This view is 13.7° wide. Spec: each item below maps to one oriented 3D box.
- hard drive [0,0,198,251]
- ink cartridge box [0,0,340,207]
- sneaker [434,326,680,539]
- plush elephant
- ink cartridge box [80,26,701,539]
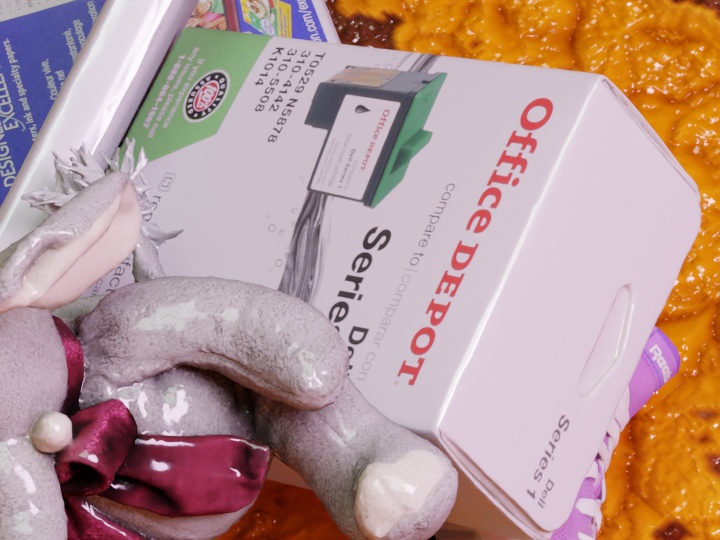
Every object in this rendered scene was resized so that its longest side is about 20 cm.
[{"bbox_3d":[-0.105,-0.043,1.105,0.027,0.132,0.201,26,82,-3],"label":"hard drive"},{"bbox_3d":[-0.117,-0.101,1.242,0.199,0.047,0.198,-16,57,-6],"label":"ink cartridge box"},{"bbox_3d":[0.077,0.066,1.091,0.114,0.073,0.201,-16,55,-12],"label":"sneaker"},{"bbox_3d":[-0.095,0.051,0.948,0.154,0.165,0.201,-11,69,-49],"label":"plush elephant"},{"bbox_3d":[0.000,0.000,1.060,0.199,0.084,0.147,9,65,40],"label":"ink cartridge box"}]
